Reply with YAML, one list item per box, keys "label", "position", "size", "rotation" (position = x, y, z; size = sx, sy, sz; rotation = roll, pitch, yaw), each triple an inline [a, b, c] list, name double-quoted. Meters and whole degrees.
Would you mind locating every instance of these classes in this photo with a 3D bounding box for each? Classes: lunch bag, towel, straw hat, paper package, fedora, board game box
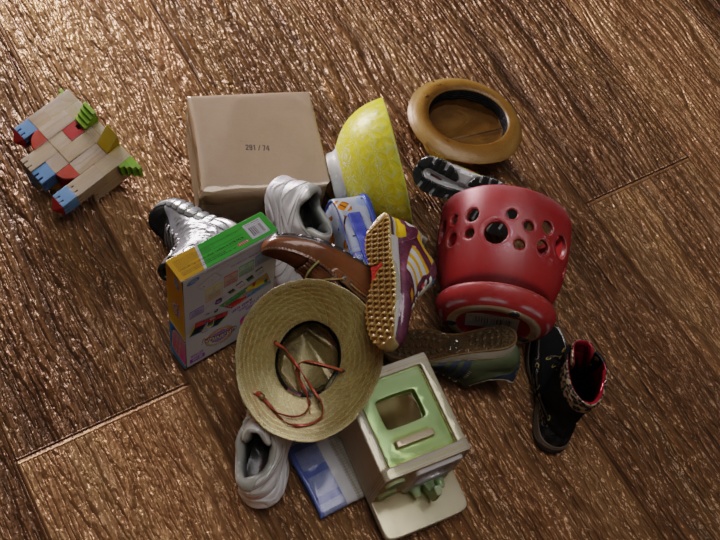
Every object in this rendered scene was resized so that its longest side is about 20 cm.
- label: "lunch bag"
  position: [0.000, 0.000, 1.478]
  size: [0.075, 0.161, 0.202]
  rotation: [-10, 61, -18]
- label: "towel"
  position: [-0.004, 0.235, 1.419]
  size: [0.198, 0.024, 0.148]
  rotation: [-24, 70, -23]
- label: "straw hat"
  position: [-0.067, 0.113, 1.321]
  size: [0.198, 0.085, 0.204]
  rotation: [0, 87, 0]
- label: "paper package"
  position: [-0.163, -0.171, 1.576]
  size: [0.197, 0.104, 0.193]
  rotation: [-5, 61, -15]
- label: "fedora"
  position: [0.166, -0.229, 1.700]
  size: [0.198, 0.082, 0.203]
  rotation: [8, 55, -11]
- label: "board game box"
  position: [-0.187, 0.030, 1.389]
  size: [0.152, 0.201, 0.040]
  rotation: [-29, 61, -28]

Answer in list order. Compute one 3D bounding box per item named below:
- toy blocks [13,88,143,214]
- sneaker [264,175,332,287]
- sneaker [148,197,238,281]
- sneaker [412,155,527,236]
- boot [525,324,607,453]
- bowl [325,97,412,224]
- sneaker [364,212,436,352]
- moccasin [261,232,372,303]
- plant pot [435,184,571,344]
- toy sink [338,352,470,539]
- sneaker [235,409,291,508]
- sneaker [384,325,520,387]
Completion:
- label: "toy blocks"
  position: [-0.436, -0.168, 1.523]
  size: [0.136, 0.100, 0.200]
  rotation: [-40, 75, -18]
- label: "sneaker"
  position: [-0.081, -0.033, 1.470]
  size: [0.099, 0.203, 0.077]
  rotation: [7, 22, 44]
- label: "sneaker"
  position: [-0.258, -0.036, 1.444]
  size: [0.198, 0.076, 0.115]
  rotation: [14, 45, 39]
- label: "sneaker"
  position: [0.182, -0.122, 1.640]
  size: [0.199, 0.090, 0.079]
  rotation: [34, 100, 12]
- label: "boot"
  position: [0.293, 0.141, 1.470]
  size: [0.072, 0.151, 0.202]
  rotation: [11, 58, -7]
- label: "bowl"
  position: [0.006, -0.151, 1.567]
  size: [0.106, 0.201, 0.202]
  rotation: [-14, 62, 0]
- label: "sneaker"
  position: [0.059, 0.019, 1.294]
  size: [0.089, 0.075, 0.202]
  rotation: [21, 49, -26]
- label: "moccasin"
  position: [-0.040, 0.013, 1.340]
  size: [0.200, 0.073, 0.079]
  rotation: [28, 73, -21]
- label: "plant pot"
  position: [0.204, 0.002, 1.512]
  size: [0.198, 0.201, 0.185]
  rotation: [13, 66, -5]
- label: "toy sink"
  position: [0.060, 0.232, 1.357]
  size: [0.129, 0.112, 0.202]
  rotation: [-16, 68, -20]
- label: "sneaker"
  position: [-0.119, 0.200, 1.336]
  size: [0.077, 0.100, 0.203]
  rotation: [2, 67, 9]
- label: "sneaker"
  position: [0.134, 0.135, 1.483]
  size: [0.197, 0.091, 0.068]
  rotation: [-5, 40, 18]
